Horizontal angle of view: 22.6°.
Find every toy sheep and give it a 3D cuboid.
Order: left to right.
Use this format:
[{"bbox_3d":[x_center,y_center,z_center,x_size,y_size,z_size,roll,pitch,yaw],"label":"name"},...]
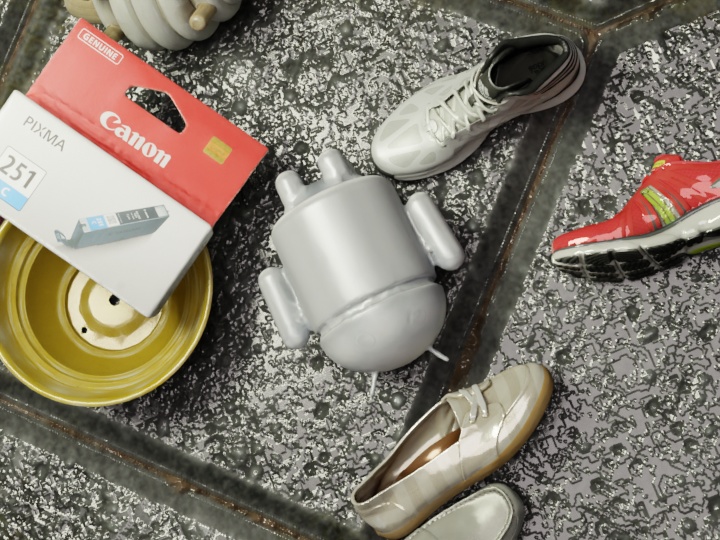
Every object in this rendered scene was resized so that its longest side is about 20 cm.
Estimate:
[{"bbox_3d":[-0.165,-0.252,1.559,0.199,0.138,0.138,-6,82,18],"label":"toy sheep"}]

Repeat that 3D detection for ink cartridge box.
[{"bbox_3d":[-0.205,-0.088,1.496,0.200,0.045,0.176,35,86,-1],"label":"ink cartridge box"}]

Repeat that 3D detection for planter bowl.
[{"bbox_3d":[-0.220,0.021,1.560,0.200,0.083,0.201,-1,81,4],"label":"planter bowl"}]

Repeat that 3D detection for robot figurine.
[{"bbox_3d":[0.000,0.000,1.503,0.169,0.113,0.200,-27,79,10],"label":"robot figurine"}]

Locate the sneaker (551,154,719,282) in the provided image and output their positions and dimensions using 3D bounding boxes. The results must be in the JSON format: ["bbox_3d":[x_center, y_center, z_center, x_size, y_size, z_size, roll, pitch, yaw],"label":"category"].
[{"bbox_3d":[0.248,-0.051,1.483,0.200,0.077,0.085,-19,69,3],"label":"sneaker"}]

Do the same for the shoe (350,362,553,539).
[{"bbox_3d":[0.075,0.144,1.487,0.200,0.053,0.070,-43,32,8],"label":"shoe"}]

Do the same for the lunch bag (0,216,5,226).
[{"bbox_3d":[-0.387,-0.014,1.564,0.127,0.170,0.200,19,87,19],"label":"lunch bag"}]

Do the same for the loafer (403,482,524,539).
[{"bbox_3d":[0.053,0.251,1.481,0.200,0.070,0.070,-46,62,3],"label":"loafer"}]

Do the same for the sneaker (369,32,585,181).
[{"bbox_3d":[0.088,-0.146,1.498,0.200,0.115,0.076,-28,79,9],"label":"sneaker"}]
